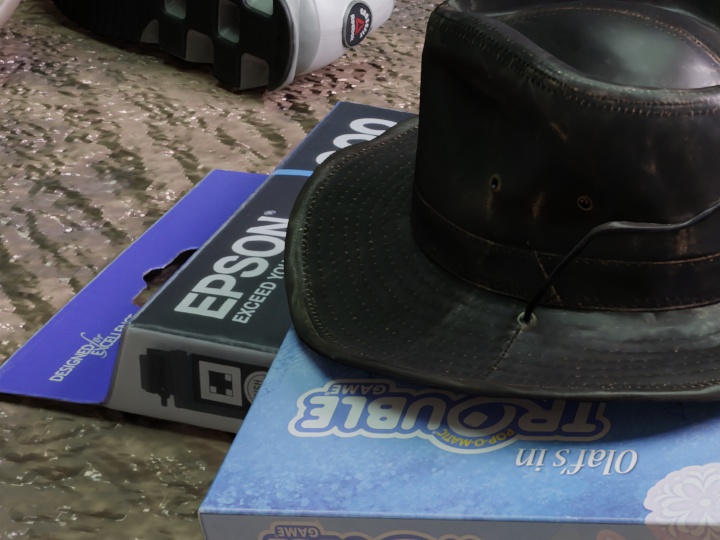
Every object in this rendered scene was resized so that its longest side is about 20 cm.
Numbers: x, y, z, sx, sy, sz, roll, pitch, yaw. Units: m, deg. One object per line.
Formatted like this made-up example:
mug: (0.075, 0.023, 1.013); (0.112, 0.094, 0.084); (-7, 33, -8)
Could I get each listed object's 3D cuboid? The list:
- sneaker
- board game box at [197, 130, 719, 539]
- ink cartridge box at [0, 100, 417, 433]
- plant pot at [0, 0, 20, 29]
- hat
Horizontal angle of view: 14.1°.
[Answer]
sneaker: (-0.069, -0.136, 1.269); (0.200, 0.074, 0.088); (32, 38, 33)
board game box: (0.078, 0.025, 0.839); (0.199, 0.043, 0.199); (-1, 35, 19)
ink cartridge box: (0.000, 0.000, 1.001); (0.199, 0.044, 0.198); (8, 27, 18)
plant pot: (-0.257, -0.169, 1.224); (0.200, 0.201, 0.174); (-21, 15, -38)
hat: (0.066, -0.040, 0.827); (0.200, 0.081, 0.201); (-10, 32, 6)
